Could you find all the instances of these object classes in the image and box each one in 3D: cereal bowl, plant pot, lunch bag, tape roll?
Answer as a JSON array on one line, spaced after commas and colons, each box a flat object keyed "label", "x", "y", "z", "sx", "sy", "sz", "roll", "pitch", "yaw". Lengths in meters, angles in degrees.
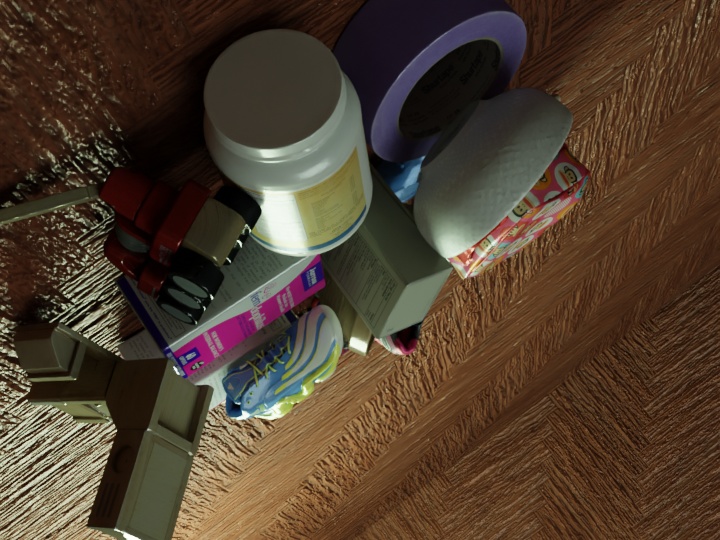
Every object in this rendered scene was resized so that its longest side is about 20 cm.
[{"label": "cereal bowl", "x": 0.122, "y": -0.114, "z": 1.021, "sx": 0.200, "sy": 0.083, "sz": 0.200, "roll": -49, "pitch": -171, "yaw": 11}, {"label": "plant pot", "x": 0.000, "y": 0.000, "z": 1.260, "sx": 0.201, "sy": 0.092, "sz": 0.203, "roll": 20, "pitch": 90, "yaw": -86}, {"label": "lunch bag", "x": 0.191, "y": -0.069, "z": 1.278, "sx": 0.176, "sy": 0.082, "sz": 0.200, "roll": -30, "pitch": 167, "yaw": -36}, {"label": "tape roll", "x": 0.069, "y": -0.214, "z": 1.020, "sx": 0.199, "sy": 0.085, "sz": 0.200, "roll": -31, "pitch": 157, "yaw": -14}]

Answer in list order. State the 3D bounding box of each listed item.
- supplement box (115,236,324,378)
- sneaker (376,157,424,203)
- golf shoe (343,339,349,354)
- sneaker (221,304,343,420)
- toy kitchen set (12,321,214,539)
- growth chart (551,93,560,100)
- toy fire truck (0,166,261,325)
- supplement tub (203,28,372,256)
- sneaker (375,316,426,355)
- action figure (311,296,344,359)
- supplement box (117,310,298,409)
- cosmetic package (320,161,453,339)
[{"label": "supplement box", "x": -0.149, "y": 0.013, "z": 1.086, "sx": 0.199, "sy": 0.104, "sz": 0.101, "roll": -35, "pitch": 158, "yaw": -12}, {"label": "sneaker", "x": 0.073, "y": -0.157, "z": 1.170, "sx": 0.200, "sy": 0.066, "sz": 0.078, "roll": -42, "pitch": 146, "yaw": 9}, {"label": "golf shoe", "x": -0.089, "y": 0.106, "z": 1.434, "sx": 0.091, "sy": 0.076, "sz": 0.199, "roll": -27, "pitch": 168, "yaw": 35}, {"label": "sneaker", "x": -0.098, "y": 0.121, "z": 1.158, "sx": 0.105, "sy": 0.076, "sz": 0.201, "roll": -14, "pitch": 147, "yaw": -43}, {"label": "toy kitchen set", "x": -0.294, "y": 0.169, "z": 1.009, "sx": 0.199, "sy": 0.182, "sz": 0.163, "roll": -6, "pitch": 148, "yaw": 33}, {"label": "growth chart", "x": 0.163, "y": -0.121, "z": 1.173, "sx": 0.200, "sy": 0.018, "sz": 0.145, "roll": -45, "pitch": -170, "yaw": 31}, {"label": "toy fire truck", "x": -0.216, "y": -0.036, "z": 0.906, "sx": 0.129, "sy": 0.199, "sz": 0.176, "roll": -62, "pitch": -172, "yaw": -20}, {"label": "supplement tub", "x": -0.066, "y": -0.115, "z": 0.926, "sx": 0.144, "sy": 0.145, "sz": 0.200, "roll": -33, "pitch": 157, "yaw": -10}, {"label": "sneaker", "x": 0.073, "y": 0.022, "z": 1.397, "sx": 0.080, "sy": 0.075, "sz": 0.202, "roll": 1, "pitch": 106, "yaw": -25}, {"label": "action figure", "x": -0.049, "y": 0.085, "z": 1.301, "sx": 0.052, "sy": 0.065, "sz": 0.200, "roll": -53, "pitch": -173, "yaw": 16}, {"label": "supplement box", "x": -0.183, "y": 0.098, "z": 1.215, "sx": 0.199, "sy": 0.104, "sz": 0.101, "roll": -32, "pitch": 157, "yaw": -17}, {"label": "cosmetic package", "x": 0.005, "y": -0.036, "z": 1.109, "sx": 0.073, "sy": 0.201, "sz": 0.104, "roll": -20, "pitch": 152, "yaw": -35}]
